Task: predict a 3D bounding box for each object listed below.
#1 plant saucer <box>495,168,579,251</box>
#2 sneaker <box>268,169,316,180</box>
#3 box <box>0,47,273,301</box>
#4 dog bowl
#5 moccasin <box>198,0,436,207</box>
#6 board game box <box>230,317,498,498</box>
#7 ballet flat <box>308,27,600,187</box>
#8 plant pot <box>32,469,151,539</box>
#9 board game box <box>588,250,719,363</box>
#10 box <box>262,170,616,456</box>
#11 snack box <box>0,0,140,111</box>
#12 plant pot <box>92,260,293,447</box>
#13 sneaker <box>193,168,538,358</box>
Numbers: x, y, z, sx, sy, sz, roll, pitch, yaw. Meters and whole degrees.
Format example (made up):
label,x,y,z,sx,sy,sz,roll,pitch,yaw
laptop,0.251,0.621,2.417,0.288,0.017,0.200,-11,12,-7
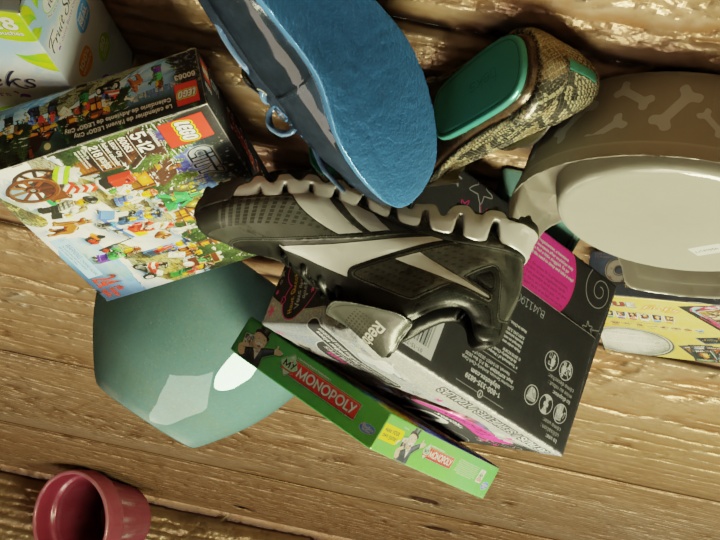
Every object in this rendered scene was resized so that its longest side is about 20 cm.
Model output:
label,x,y,z,sx,sy,sz,roll,pitch,yaw
plant saucer,0.121,-0.020,0.915,0.069,0.019,0.200,12,162,2
sneaker,-0.009,-0.004,0.935,0.073,0.090,0.200,1,157,34
box,-0.130,-0.049,0.775,0.135,0.038,0.200,-16,157,5
dog bowl,0.186,-0.046,0.735,0.197,0.060,0.200,11,162,4
moccasin,-0.026,-0.117,0.644,0.068,0.081,0.201,11,143,45
board game box,0.008,0.102,0.920,0.134,0.029,0.200,30,177,32
ballet flat,0.054,-0.080,0.723,0.075,0.069,0.199,12,162,-37
plant pot,-0.521,0.496,2.550,0.197,0.203,0.178,0,174,31
board game box,0.273,0.033,0.944,0.197,0.035,0.136,6,160,19
box,0.054,0.025,0.859,0.199,0.134,0.114,33,161,-32
snack box,-0.227,-0.128,0.745,0.166,0.069,0.200,6,159,12
plant pot,-0.131,0.056,0.998,0.199,0.136,0.200,33,174,4
sneaker,0.000,0.000,0.720,0.197,0.092,0.067,9,164,-3
